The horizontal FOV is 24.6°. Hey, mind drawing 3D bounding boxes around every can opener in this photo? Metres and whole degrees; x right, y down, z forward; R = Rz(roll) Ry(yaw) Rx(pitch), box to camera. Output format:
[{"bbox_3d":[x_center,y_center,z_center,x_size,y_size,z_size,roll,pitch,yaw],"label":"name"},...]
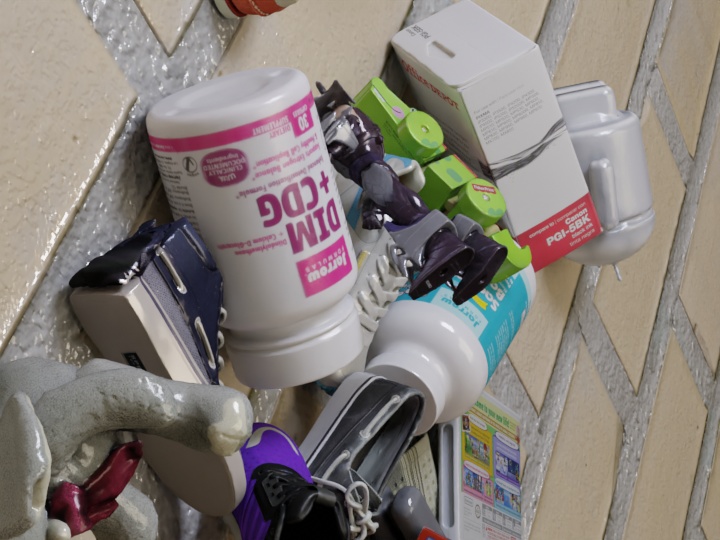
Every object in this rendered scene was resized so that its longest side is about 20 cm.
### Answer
[{"bbox_3d":[0.053,0.258,1.318,0.200,0.053,0.067,62,39,-35],"label":"can opener"}]

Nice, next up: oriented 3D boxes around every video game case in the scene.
[{"bbox_3d":[0.109,0.200,1.480,0.200,0.022,0.182,37,51,-63],"label":"video game case"}]

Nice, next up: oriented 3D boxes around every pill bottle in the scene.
[{"bbox_3d":[-0.066,-0.028,1.131,0.113,0.113,0.200,-45,125,-54],"label":"pill bottle"},{"bbox_3d":[0.066,0.051,1.365,0.200,0.111,0.111,-54,132,-51],"label":"pill bottle"}]

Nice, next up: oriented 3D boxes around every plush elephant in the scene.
[{"bbox_3d":[-0.173,0.125,0.878,0.200,0.165,0.155,32,40,-23],"label":"plush elephant"}]

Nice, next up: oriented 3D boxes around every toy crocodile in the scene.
[{"bbox_3d":[0.064,-0.073,1.347,0.200,0.068,0.062,49,40,10],"label":"toy crocodile"}]

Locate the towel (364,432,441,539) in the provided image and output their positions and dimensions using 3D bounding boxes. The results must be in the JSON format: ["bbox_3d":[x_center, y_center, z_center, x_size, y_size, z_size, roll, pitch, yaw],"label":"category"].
[{"bbox_3d":[0.021,0.253,1.349,0.193,0.035,0.200,-35,119,-54],"label":"towel"}]

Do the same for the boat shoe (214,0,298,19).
[{"bbox_3d":[-0.057,-0.272,1.234,0.071,0.063,0.200,49,44,-45],"label":"boat shoe"}]

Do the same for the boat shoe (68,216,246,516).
[{"bbox_3d":[-0.109,0.059,1.080,0.093,0.075,0.200,-51,131,-43],"label":"boat shoe"}]

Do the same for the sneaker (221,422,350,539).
[{"bbox_3d":[-0.043,0.166,1.094,0.070,0.100,0.200,13,41,-22],"label":"sneaker"}]

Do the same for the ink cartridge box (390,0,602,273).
[{"bbox_3d":[0.119,-0.119,1.440,0.147,0.083,0.200,49,-14,55],"label":"ink cartridge box"}]

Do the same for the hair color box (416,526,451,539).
[{"bbox_3d":[0.050,0.311,1.265,0.111,0.064,0.200,37,80,-43],"label":"hair color box"}]

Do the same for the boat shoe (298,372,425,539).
[{"bbox_3d":[-0.015,0.166,1.211,0.199,0.068,0.074,-55,137,-27],"label":"boat shoe"}]

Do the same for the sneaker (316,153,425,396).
[{"bbox_3d":[0.000,0.000,1.284,0.077,0.081,0.200,36,57,-57],"label":"sneaker"}]

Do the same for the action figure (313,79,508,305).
[{"bbox_3d":[0.014,-0.061,1.193,0.200,0.069,0.130,49,8,31],"label":"action figure"}]

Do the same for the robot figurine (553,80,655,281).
[{"bbox_3d":[0.239,-0.091,1.698,0.170,0.113,0.200,-78,157,-76],"label":"robot figurine"}]
